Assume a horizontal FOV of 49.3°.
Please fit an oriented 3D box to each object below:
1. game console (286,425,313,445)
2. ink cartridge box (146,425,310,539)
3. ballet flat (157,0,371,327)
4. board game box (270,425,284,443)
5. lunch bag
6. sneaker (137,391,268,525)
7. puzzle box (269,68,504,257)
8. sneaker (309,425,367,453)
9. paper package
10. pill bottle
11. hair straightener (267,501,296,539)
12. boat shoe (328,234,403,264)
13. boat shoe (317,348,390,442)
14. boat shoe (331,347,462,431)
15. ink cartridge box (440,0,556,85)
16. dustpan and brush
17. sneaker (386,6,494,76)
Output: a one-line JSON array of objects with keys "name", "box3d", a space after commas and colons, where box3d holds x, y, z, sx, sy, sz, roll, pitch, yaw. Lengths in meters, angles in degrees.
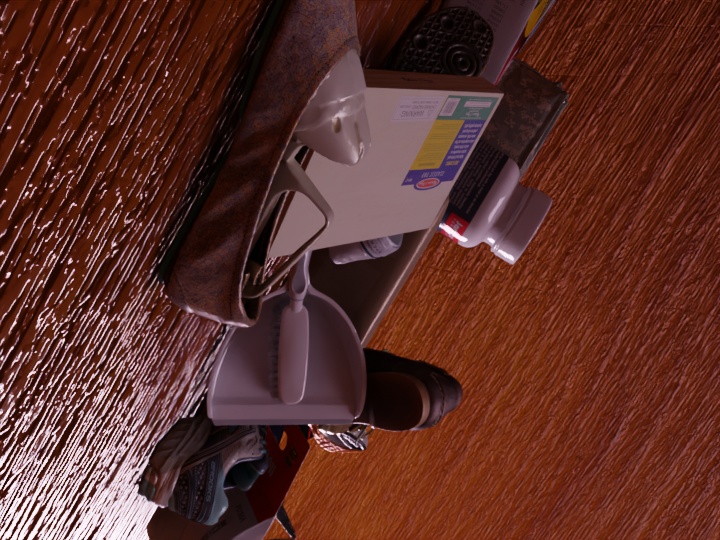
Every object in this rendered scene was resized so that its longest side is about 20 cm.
[{"name": "game console", "box3d": [-0.068, 0.136, 1.085, 0.177, 0.030, 0.205, 45, 54, -81]}, {"name": "ink cartridge box", "box3d": [-0.134, 0.215, 0.761, 0.203, 0.047, 0.160, -61, -154, 3]}, {"name": "ballet flat", "box3d": [-0.034, -0.056, 0.392, 0.202, 0.067, 0.068, -61, 175, 24]}, {"name": "board game box", "box3d": [-0.150, 0.255, 1.022, 0.200, 0.061, 0.203, -78, -170, -75]}, {"name": "lunch bag", "box3d": [0.205, -0.229, 1.206, 0.202, 0.163, 0.117, -59, 169, 15]}, {"name": "sneaker", "box3d": [-0.120, 0.159, 0.726, 0.078, 0.085, 0.200, -61, 175, 34]}, {"name": "puzzle box", "box3d": [0.017, -0.080, 0.574, 0.198, 0.025, 0.134, -13, 138, -50]}, {"name": "sneaker", "box3d": [-0.055, 0.142, 0.972, 0.074, 0.201, 0.093, -14, -137, 29]}, {"name": "paper package", "box3d": [0.000, 0.000, 0.885, 0.202, 0.102, 0.191, -58, 175, -14]}, {"name": "pill bottle", "box3d": [0.122, -0.099, 0.938, 0.121, 0.198, 0.120, -56, 175, -8]}, {"name": "hair straightener", "box3d": [-0.118, 0.241, 0.812, 0.199, 0.041, 0.078, 22, -98, 58]}, {"name": "boat shoe", "box3d": [0.009, -0.083, 0.740, 0.066, 0.074, 0.201, -19, -152, 25]}, {"name": "boat shoe", "box3d": [0.013, 0.148, 0.923, 0.074, 0.062, 0.199, -57, 168, 24]}, {"name": "boat shoe", "box3d": [0.005, 0.111, 0.743, 0.070, 0.197, 0.072, -9, 102, -46]}, {"name": "ink cartridge box", "box3d": [0.161, -0.303, 0.770, 0.201, 0.083, 0.177, -54, 173, -38]}, {"name": "dustpan and brush", "box3d": [-0.056, 0.039, 0.652, 0.057, 0.136, 0.205, -148, -120, -75]}, {"name": "sneaker", "box3d": [0.039, -0.148, 0.676, 0.201, 0.070, 0.075, -50, -174, -23]}]
